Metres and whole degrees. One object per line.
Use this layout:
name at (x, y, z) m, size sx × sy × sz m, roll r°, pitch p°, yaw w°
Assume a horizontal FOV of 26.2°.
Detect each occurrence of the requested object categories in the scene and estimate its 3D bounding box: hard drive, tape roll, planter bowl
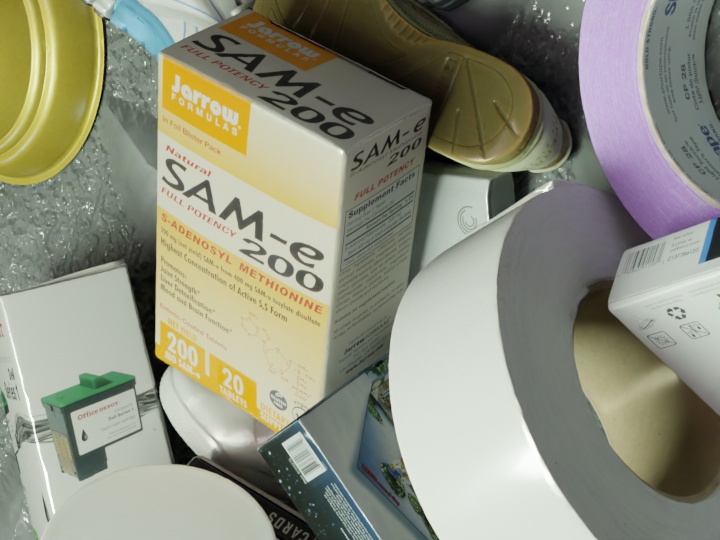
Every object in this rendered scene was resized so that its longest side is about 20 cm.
hard drive at (0.000, 0.000, 0.874) m, size 0.199 × 0.027 × 0.133 m, roll 9°, pitch 113°, yaw 37°
tape roll at (0.107, 0.065, 0.697) m, size 0.071 × 0.202 × 0.204 m, roll -33°, pitch 79°, yaw 39°
planter bowl at (-0.267, -0.152, 1.032) m, size 0.199 × 0.083 × 0.202 m, roll 10°, pitch 106°, yaw 37°
tape roll at (0.197, -0.091, 0.676) m, size 0.199 × 0.065 × 0.202 m, roll 11°, pitch 108°, yaw 37°

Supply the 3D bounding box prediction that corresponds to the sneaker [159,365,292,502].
sneaker at (-0.026, 0.094, 0.902) m, size 0.199 × 0.075 × 0.089 m, roll 35°, pitch 119°, yaw 17°

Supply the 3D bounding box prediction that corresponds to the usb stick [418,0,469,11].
usb stick at (0.099, -0.188, 0.755) m, size 0.199 × 0.033 × 0.056 m, roll -23°, pitch 85°, yaw 41°

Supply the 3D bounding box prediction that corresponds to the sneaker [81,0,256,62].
sneaker at (-0.084, -0.150, 0.893) m, size 0.200 × 0.075 × 0.087 m, roll 41°, pitch 107°, yaw 18°

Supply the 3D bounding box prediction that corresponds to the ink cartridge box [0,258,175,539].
ink cartridge box at (-0.174, 0.102, 0.977) m, size 0.146 × 0.084 × 0.202 m, roll 169°, pitch 87°, yaw -71°

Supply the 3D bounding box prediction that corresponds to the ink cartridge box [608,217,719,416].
ink cartridge box at (0.207, 0.051, 0.669) m, size 0.200 × 0.039 × 0.099 m, roll 43°, pitch 140°, yaw -23°

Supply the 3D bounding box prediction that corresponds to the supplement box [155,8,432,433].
supplement box at (-0.042, -0.017, 0.816) m, size 0.126 × 0.073 × 0.201 m, roll 29°, pitch 132°, yaw 28°

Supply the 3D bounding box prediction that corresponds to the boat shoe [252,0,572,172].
boat shoe at (0.023, -0.107, 0.823) m, size 0.200 × 0.063 × 0.074 m, roll 29°, pitch 96°, yaw 34°

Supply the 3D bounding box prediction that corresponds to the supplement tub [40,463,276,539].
supplement tub at (-0.107, 0.218, 0.838) m, size 0.145 × 0.145 × 0.201 m, roll 33°, pitch 138°, yaw 29°

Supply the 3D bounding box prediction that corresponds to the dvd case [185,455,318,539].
dvd case at (-0.008, 0.195, 0.884) m, size 0.199 × 0.025 × 0.151 m, roll 26°, pitch 151°, yaw 33°

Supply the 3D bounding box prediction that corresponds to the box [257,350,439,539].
box at (0.053, 0.136, 0.777) m, size 0.038 × 0.136 × 0.201 m, roll -37°, pitch 86°, yaw 39°
